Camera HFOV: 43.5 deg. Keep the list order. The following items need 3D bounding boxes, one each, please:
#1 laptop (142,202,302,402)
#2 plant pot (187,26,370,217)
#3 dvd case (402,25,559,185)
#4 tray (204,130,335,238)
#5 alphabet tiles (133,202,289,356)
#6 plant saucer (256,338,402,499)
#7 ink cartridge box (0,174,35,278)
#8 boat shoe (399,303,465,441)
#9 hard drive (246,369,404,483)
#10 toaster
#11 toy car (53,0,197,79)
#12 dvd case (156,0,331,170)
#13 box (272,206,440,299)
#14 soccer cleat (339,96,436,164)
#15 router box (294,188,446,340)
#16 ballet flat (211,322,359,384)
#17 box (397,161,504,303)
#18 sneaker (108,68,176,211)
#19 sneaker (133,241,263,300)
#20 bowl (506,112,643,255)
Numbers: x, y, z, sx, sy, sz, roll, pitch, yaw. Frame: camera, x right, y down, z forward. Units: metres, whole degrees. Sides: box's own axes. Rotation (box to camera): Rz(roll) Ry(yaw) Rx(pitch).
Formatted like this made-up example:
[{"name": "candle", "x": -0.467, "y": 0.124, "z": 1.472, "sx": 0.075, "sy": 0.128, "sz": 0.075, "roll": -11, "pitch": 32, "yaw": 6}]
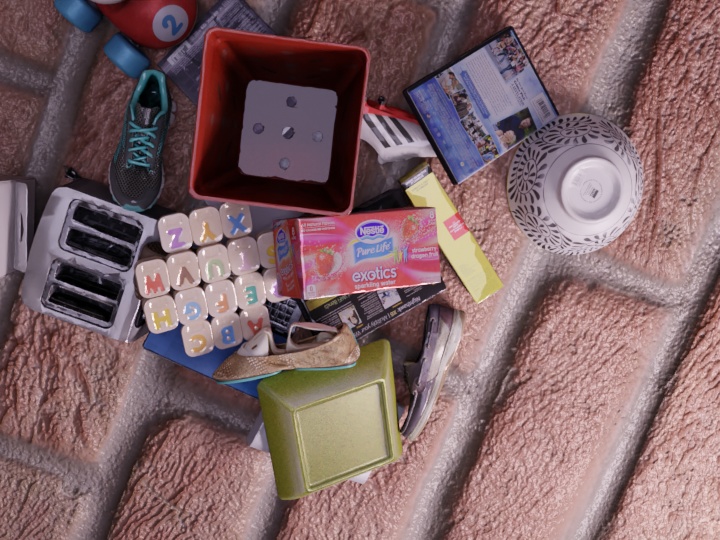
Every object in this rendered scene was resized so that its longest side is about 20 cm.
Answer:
[{"name": "laptop", "x": -0.170, "y": 0.041, "z": 1.251, "sx": 0.185, "sy": 0.116, "sz": 0.202, "roll": 24, "pitch": 98, "yaw": -6}, {"name": "plant pot", "x": -0.098, "y": -0.181, "z": 1.152, "sx": 0.197, "sy": 0.176, "sz": 0.203, "roll": 7, "pitch": 94, "yaw": -1}, {"name": "dvd case", "x": 0.166, "y": -0.226, "z": 1.221, "sx": 0.199, "sy": 0.018, "sz": 0.144, "roll": -34, "pitch": 98, "yaw": -21}, {"name": "tray", "x": -0.113, "y": -0.119, "z": 1.262, "sx": 0.199, "sy": 0.022, "sz": 0.108, "roll": -35, "pitch": 84, "yaw": 3}, {"name": "alphabet tiles", "x": -0.185, "y": 0.012, "z": 1.160, "sx": 0.198, "sy": 0.015, "sz": 0.198, "roll": -14, "pitch": 114, "yaw": -17}, {"name": "plant saucer", "x": -0.030, "y": 0.218, "z": 1.252, "sx": 0.197, "sy": 0.048, "sz": 0.202, "roll": -17, "pitch": 116, "yaw": -18}, {"name": "ink cartridge box", "x": -0.533, "y": -0.064, "z": 1.211, "sx": 0.197, "sy": 0.125, "sz": 0.130, "roll": 5, "pitch": 100, "yaw": 2}, {"name": "boat shoe", "x": 0.092, "y": 0.144, "z": 1.302, "sx": 0.064, "sy": 0.072, "sz": 0.202, "roll": 21, "pitch": 95, "yaw": 1}, {"name": "hard drive", "x": -0.048, "y": 0.220, "z": 1.293, "sx": 0.198, "sy": 0.026, "sz": 0.133, "roll": 25, "pitch": 98, "yaw": -28}, {"name": "toaster", "x": -0.354, "y": -0.021, "z": 1.234, "sx": 0.198, "sy": 0.119, "sz": 0.183, "roll": 20, "pitch": 98, "yaw": -5}, {"name": "toy car", "x": -0.299, "y": -0.366, "z": 1.131, "sx": 0.177, "sy": 0.200, "sz": 0.185, "roll": 43, "pitch": 97, "yaw": -3}, {"name": "dvd case", "x": -0.158, "y": -0.262, "z": 1.241, "sx": 0.149, "sy": 0.016, "sz": 0.200, "roll": -44, "pitch": 93, "yaw": 2}, {"name": "box", "x": -0.004, "y": -0.025, "z": 1.162, "sx": 0.198, "sy": 0.094, "sz": 0.104, "roll": -6, "pitch": 94, "yaw": -26}, {"name": "soccer cleat", "x": 0.063, "y": -0.181, "z": 1.249, "sx": 0.198, "sy": 0.069, "sz": 0.086, "roll": 19, "pitch": 113, "yaw": -6}, {"name": "router box", "x": 0.000, "y": 0.000, "z": 1.256, "sx": 0.198, "sy": 0.052, "sz": 0.159, "roll": -28, "pitch": 100, "yaw": -13}, {"name": "ballet flat", "x": -0.101, "y": 0.103, "z": 1.193, "sx": 0.197, "sy": 0.071, "sz": 0.066, "roll": -9, "pitch": 102, "yaw": -5}, {"name": "box", "x": 0.126, "y": -0.054, "z": 1.264, "sx": 0.050, "sy": 0.075, "sz": 0.201, "roll": -32, "pitch": 98, "yaw": 4}, {"name": "sneaker", "x": -0.287, "y": -0.177, "z": 1.180, "sx": 0.076, "sy": 0.091, "sz": 0.203, "roll": 6, "pitch": 66, "yaw": -10}, {"name": "sneaker", "x": -0.208, "y": 0.018, "z": 1.208, "sx": 0.198, "sy": 0.071, "sz": 0.076, "roll": 16, "pitch": 110, "yaw": -30}, {"name": "bowl", "x": 0.309, "y": -0.115, "z": 1.249, "sx": 0.198, "sy": 0.094, "sz": 0.204, "roll": 0, "pitch": 99, "yaw": -2}]
